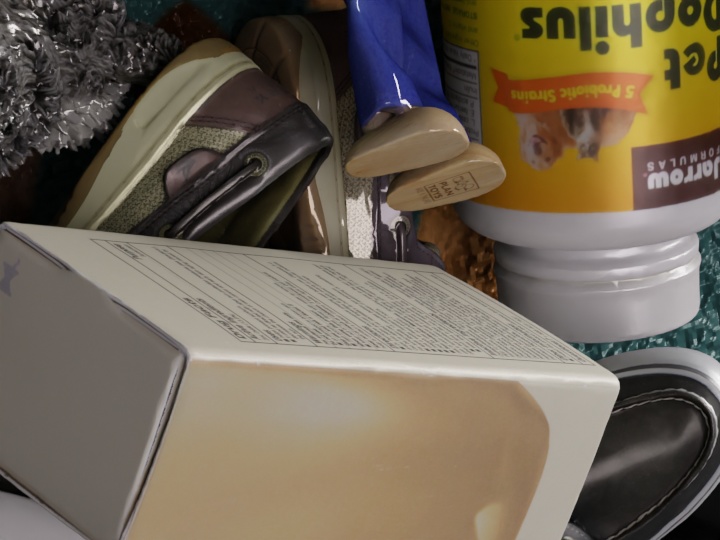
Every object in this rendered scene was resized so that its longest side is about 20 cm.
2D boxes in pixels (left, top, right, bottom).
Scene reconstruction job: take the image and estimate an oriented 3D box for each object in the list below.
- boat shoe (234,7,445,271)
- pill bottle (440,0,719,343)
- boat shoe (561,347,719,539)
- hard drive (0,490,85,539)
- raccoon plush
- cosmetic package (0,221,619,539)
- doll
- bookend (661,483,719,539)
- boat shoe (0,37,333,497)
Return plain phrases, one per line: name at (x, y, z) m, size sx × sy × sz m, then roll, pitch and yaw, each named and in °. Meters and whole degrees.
boat shoe at (0.000, 0.000, 1.115) m, size 0.065 × 0.072 × 0.201 m, roll -14°, pitch 103°, yaw -22°
pill bottle at (0.085, -0.079, 1.121) m, size 0.109 × 0.109 × 0.201 m, roll -12°, pitch 108°, yaw -28°
boat shoe at (0.049, 0.096, 1.071) m, size 0.200 × 0.057 × 0.069 m, roll -31°, pitch 98°, yaw 14°
hard drive at (-0.067, 0.153, 0.995) m, size 0.200 × 0.026 × 0.132 m, roll 17°, pitch 64°, yaw -14°
raccoon plush at (-0.115, -0.076, 0.970) m, size 0.134 × 0.200 × 0.097 m, roll -33°, pitch 90°, yaw -19°
cosmetic package at (-0.023, 0.042, 0.971) m, size 0.200 × 0.105 × 0.071 m, roll 6°, pitch 109°, yaw -44°
doll at (0.004, -0.123, 1.053) m, size 0.136 × 0.048 × 0.200 m, roll 36°, pitch 39°, yaw -65°
bookend at (0.183, 0.177, 1.190) m, size 0.092 × 0.200 × 0.199 m, roll -14°, pitch 110°, yaw -27°
boat shoe at (-0.082, 0.018, 1.025) m, size 0.201 × 0.066 × 0.072 m, roll -57°, pitch 157°, yaw 2°
